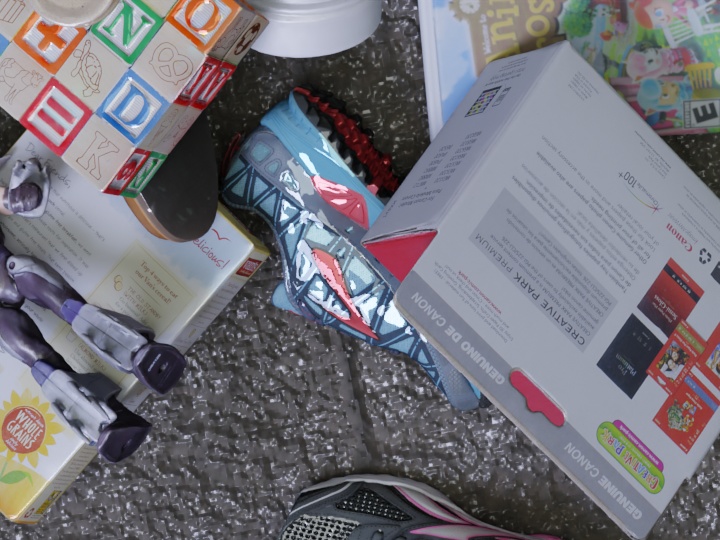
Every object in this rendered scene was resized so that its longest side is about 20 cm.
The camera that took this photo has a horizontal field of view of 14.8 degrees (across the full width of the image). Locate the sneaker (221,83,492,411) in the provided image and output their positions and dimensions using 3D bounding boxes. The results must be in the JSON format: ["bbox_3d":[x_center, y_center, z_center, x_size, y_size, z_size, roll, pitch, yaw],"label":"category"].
[{"bbox_3d":[0.000,0.000,1.513,0.095,0.079,0.201,-35,92,21],"label":"sneaker"}]

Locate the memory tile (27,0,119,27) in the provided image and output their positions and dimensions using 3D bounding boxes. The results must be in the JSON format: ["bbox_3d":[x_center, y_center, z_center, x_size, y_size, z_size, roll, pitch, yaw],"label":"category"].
[{"bbox_3d":[-0.180,-0.223,1.346,0.199,0.017,0.154,30,96,4],"label":"memory tile"}]

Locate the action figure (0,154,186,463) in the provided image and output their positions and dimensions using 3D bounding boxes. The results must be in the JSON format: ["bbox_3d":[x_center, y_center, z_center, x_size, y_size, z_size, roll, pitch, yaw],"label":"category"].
[{"bbox_3d":[-0.182,0.011,1.448,0.200,0.069,0.131,36,102,20],"label":"action figure"}]

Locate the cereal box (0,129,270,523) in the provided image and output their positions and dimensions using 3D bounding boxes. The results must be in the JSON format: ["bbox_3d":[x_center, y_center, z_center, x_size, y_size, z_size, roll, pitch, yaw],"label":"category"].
[{"bbox_3d":[-0.164,0.015,1.498,0.144,0.040,0.200,44,95,15],"label":"cereal box"}]

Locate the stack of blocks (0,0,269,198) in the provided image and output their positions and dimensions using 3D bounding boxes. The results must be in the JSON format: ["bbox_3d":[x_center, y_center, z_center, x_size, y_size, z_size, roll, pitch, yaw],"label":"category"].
[{"bbox_3d":[-0.159,-0.144,1.391,0.200,0.059,0.115,39,97,11],"label":"stack of blocks"}]

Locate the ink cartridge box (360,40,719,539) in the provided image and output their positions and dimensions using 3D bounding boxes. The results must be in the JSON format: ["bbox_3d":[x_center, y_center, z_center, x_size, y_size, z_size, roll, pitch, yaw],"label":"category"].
[{"bbox_3d":[0.107,0.015,1.448,0.200,0.084,0.176,44,67,-18],"label":"ink cartridge box"}]

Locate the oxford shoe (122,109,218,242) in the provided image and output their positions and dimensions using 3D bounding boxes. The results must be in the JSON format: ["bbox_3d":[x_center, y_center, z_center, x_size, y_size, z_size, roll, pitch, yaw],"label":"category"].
[{"bbox_3d":[-0.139,-0.098,1.463,0.071,0.071,0.201,-35,80,41],"label":"oxford shoe"}]

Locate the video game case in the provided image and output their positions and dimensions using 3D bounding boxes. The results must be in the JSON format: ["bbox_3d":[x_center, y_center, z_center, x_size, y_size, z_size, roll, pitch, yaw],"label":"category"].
[{"bbox_3d":[0.119,-0.160,1.464,0.180,0.022,0.201,-3,122,5],"label":"video game case"}]

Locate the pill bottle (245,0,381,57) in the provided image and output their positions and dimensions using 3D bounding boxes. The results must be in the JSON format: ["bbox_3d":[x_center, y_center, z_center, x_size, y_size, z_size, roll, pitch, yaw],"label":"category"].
[{"bbox_3d":[-0.031,-0.214,1.407,0.111,0.113,0.201,-4,124,-1],"label":"pill bottle"}]

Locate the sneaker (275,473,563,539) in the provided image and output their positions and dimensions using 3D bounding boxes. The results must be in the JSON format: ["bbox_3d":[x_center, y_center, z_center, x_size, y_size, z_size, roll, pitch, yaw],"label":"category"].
[{"bbox_3d":[0.049,0.164,1.516,0.198,0.086,0.081,9,95,-2],"label":"sneaker"}]
